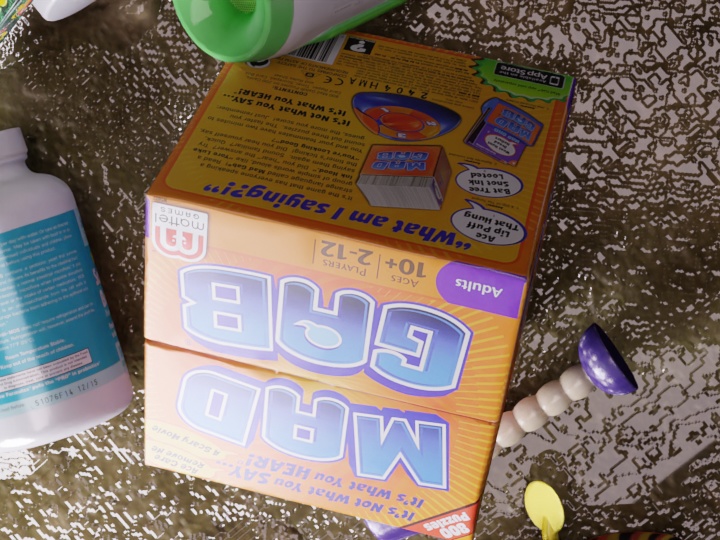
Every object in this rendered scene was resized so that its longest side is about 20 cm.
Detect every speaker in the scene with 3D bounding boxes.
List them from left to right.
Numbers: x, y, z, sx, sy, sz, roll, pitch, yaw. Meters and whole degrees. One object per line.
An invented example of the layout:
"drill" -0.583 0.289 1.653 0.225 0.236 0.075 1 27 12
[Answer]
"speaker" -0.018 -0.186 0.884 0.088 0.200 0.089 20 125 31

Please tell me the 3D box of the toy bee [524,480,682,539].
"toy bee" 0.109 0.202 0.994 0.199 0.109 0.132 9 93 -17

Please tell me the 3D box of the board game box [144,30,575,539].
"board game box" 0.000 0.000 0.882 0.199 0.200 0.201 13 129 7

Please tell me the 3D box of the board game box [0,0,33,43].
"board game box" -0.272 -0.174 0.958 0.105 0.023 0.200 56 144 -4

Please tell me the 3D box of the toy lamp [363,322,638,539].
"toy lamp" 0.087 0.113 0.994 0.200 0.058 0.058 -35 92 14

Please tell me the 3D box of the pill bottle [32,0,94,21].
"pill bottle" -0.224 -0.263 0.950 0.119 0.120 0.200 -36 92 13

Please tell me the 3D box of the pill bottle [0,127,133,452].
"pill bottle" -0.229 0.011 1.002 0.110 0.111 0.201 -14 97 12
